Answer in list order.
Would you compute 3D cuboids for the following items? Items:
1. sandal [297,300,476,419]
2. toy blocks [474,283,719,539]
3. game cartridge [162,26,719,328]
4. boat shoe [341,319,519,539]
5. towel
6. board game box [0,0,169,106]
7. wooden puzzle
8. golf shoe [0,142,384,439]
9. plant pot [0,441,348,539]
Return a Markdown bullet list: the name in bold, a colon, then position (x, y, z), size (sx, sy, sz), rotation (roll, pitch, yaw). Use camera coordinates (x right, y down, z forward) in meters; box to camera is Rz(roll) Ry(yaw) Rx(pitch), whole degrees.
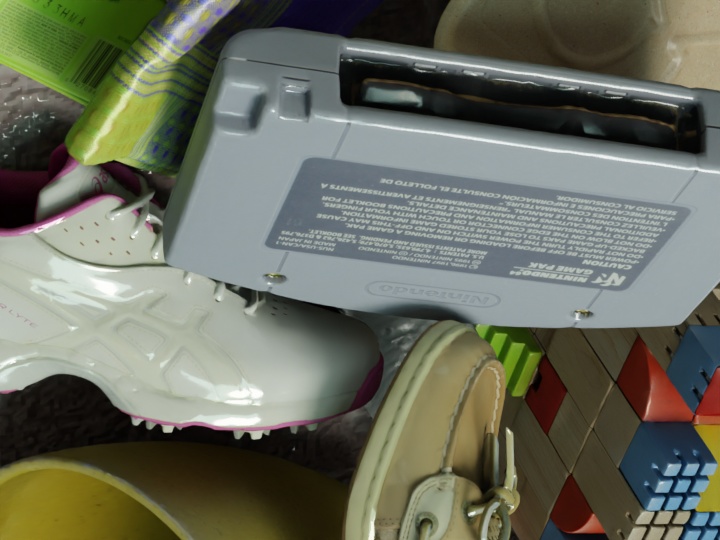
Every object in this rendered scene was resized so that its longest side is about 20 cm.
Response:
- **sandal**: position (0.001, 0.000, 0.838), size (0.075, 0.048, 0.201), rotation (-35, 129, 4)
- **toy blocks**: position (0.116, 0.063, 0.886), size (0.099, 0.137, 0.201), rotation (3, 126, -27)
- **game cartridge**: position (0.036, -0.025, 0.722), size (0.198, 0.042, 0.133), rotation (7, 156, -13)
- **boat shoe**: position (0.030, 0.120, 0.761), size (0.073, 0.062, 0.202), rotation (2, 99, -63)
- **towel**: position (-0.010, -0.104, 0.704), size (0.200, 0.023, 0.144), rotation (-45, 170, 6)
- **board game box**: position (-0.131, -0.134, 0.670), size (0.199, 0.048, 0.102), rotation (24, 114, -38)
- **wooden puzzle**: position (0.123, -0.120, 0.777), size (0.185, 0.046, 0.201), rotation (32, 88, -43)
- **golf shoe**: position (-0.083, 0.005, 0.771), size (0.198, 0.075, 0.092), rotation (10, 112, -11)
- **plant pot**: position (-0.058, 0.152, 0.865), size (0.142, 0.200, 0.201), rotation (-21, 141, -48)
